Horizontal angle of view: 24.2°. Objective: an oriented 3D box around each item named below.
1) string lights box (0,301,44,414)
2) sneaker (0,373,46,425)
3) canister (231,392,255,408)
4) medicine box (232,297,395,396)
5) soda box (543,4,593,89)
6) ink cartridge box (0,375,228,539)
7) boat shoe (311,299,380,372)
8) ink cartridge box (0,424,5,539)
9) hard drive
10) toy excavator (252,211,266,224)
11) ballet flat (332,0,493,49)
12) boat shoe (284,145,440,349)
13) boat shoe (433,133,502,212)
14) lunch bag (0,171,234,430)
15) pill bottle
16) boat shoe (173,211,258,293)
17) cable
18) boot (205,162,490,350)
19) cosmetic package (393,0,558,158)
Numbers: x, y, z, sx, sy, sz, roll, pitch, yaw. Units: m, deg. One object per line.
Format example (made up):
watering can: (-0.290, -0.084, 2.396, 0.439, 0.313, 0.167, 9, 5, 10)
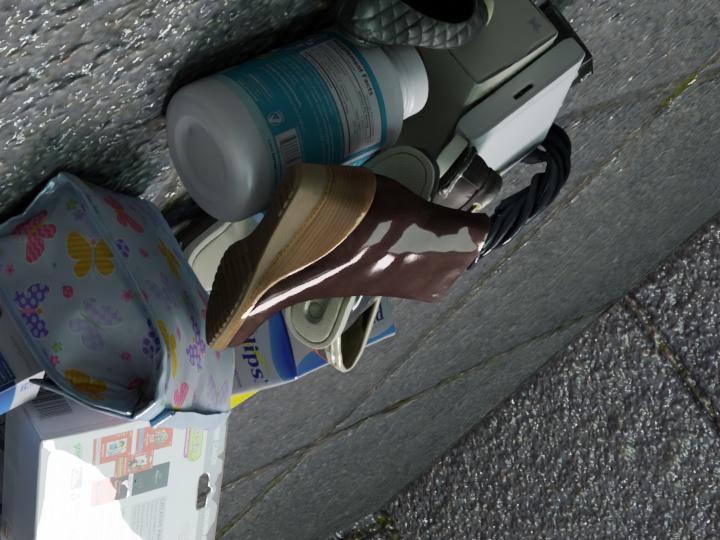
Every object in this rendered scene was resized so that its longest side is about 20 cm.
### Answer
string lights box: (-0.357, 0.090, 1.292, 0.199, 0.103, 0.059, -28, 166, -29)
sneaker: (-0.272, 0.064, 1.511, 0.200, 0.073, 0.112, -36, -179, -12)
canister: (-0.192, 0.130, 1.866, 0.199, 0.087, 0.149, -32, 167, -18)
medicine box: (-0.100, 0.054, 1.622, 0.199, 0.104, 0.182, -16, -177, 33)
soda box: (0.128, -0.169, 1.636, 0.200, 0.071, 0.063, -35, 168, 3)
ink cartridge box: (-0.214, 0.183, 1.454, 0.175, 0.084, 0.201, -10, 126, -30)
boat shoe: (0.000, 0.000, 1.442, 0.071, 0.063, 0.201, -13, 140, -39)
ink cartridge box: (-0.350, 0.187, 1.547, 0.200, 0.147, 0.083, -18, 153, -52)
hard drive: (0.129, -0.125, 1.512, 0.132, 0.027, 0.200, -38, 170, -14)
toy excavator: (-0.023, -0.065, 1.515, 0.194, 0.100, 0.200, -25, 156, -28)
ballet flat: (0.052, -0.211, 1.326, 0.200, 0.066, 0.057, -19, 150, -53)
boat shoe: (0.007, -0.025, 1.354, 0.067, 0.072, 0.200, -24, 152, -52)
boat shoe: (0.072, -0.053, 1.461, 0.072, 0.060, 0.201, -52, 178, -17)
lunch bag: (-0.190, 0.041, 1.317, 0.127, 0.200, 0.170, -37, 167, 10)
pill bottle: (-0.043, -0.121, 1.305, 0.199, 0.111, 0.111, -26, 164, -31)
boat shoe: (-0.107, -0.040, 1.541, 0.059, 0.072, 0.200, 8, -146, 42)
cable: (0.131, -0.069, 1.632, 0.162, 0.051, 0.200, -21, -150, 22)
boot: (-0.014, 0.008, 1.278, 0.166, 0.073, 0.200, 16, 131, -25)
cosmetic package: (0.085, -0.167, 1.495, 0.103, 0.087, 0.200, -33, 168, -27)
